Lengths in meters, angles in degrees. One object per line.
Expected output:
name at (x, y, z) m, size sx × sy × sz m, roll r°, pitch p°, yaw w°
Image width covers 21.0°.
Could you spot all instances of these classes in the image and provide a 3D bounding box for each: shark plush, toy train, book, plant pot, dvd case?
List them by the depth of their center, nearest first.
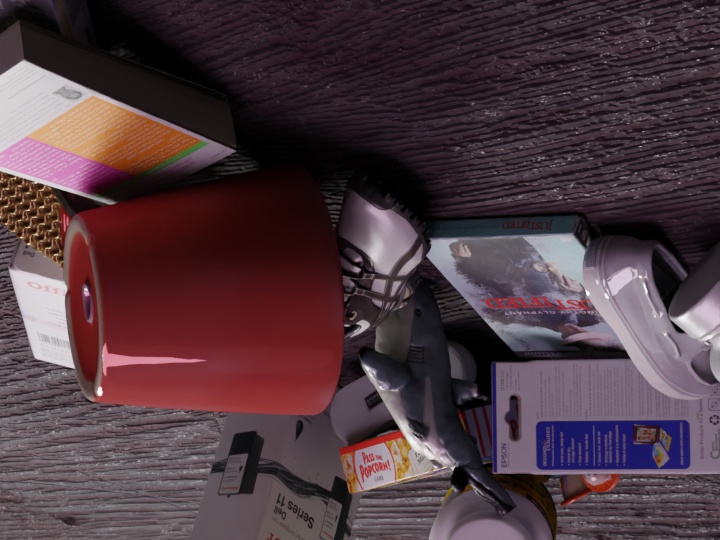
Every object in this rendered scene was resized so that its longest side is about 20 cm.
book at (-0.207, -0.104, 1.392) m, size 0.134 × 0.048 × 0.200 m, roll -28°, pitch 151°, yaw 33°
plant pot at (-0.125, 0.020, 1.468) m, size 0.177 × 0.201 × 0.200 m, roll -4°, pitch 161°, yaw -19°
dvd case at (0.150, 0.016, 1.567) m, size 0.146 × 0.022 × 0.200 m, roll -1°, pitch 151°, yaw 32°
shark plush at (0.070, 0.112, 1.614) m, size 0.083 × 0.200 × 0.091 m, roll -31°, pitch 161°, yaw -3°
toy train at (0.238, 0.167, 1.720) m, size 0.150 × 0.056 × 0.200 m, roll -8°, pitch 170°, yaw -27°

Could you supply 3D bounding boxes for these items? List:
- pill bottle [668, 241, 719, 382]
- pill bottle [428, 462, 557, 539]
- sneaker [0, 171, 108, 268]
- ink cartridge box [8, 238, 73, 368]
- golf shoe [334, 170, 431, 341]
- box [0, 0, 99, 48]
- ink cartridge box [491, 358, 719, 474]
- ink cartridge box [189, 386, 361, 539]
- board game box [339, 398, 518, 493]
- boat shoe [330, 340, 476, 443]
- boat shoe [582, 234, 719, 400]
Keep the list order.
pill bottle at (0.329, 0.063, 1.427) m, size 0.200 × 0.111 × 0.111 m, roll 38°, pitch 151°, yaw -6°
pill bottle at (0.118, 0.237, 1.714) m, size 0.109 × 0.109 × 0.200 m, roll 13°, pitch -174°, yaw 6°
sneaker at (-0.227, -0.052, 1.595) m, size 0.200 × 0.090 × 0.075 m, roll 44°, pitch 127°, yaw 0°
ink cartridge box at (-0.222, 0.022, 1.724) m, size 0.145 × 0.084 × 0.200 m, roll 14°, pitch 155°, yaw 4°
golf shoe at (0.000, 0.000, 1.521) m, size 0.078 × 0.094 × 0.200 m, roll 38°, pitch 159°, yaw 20°
box at (-0.273, -0.187, 1.368) m, size 0.158 × 0.048 × 0.200 m, roll 13°, pitch 155°, yaw 7°
ink cartridge box at (0.209, 0.121, 1.611) m, size 0.200 × 0.095 × 0.037 m, roll -1°, pitch 175°, yaw 4°
ink cartridge box at (-0.071, 0.206, 1.876) m, size 0.083 × 0.200 × 0.147 m, roll -3°, pitch 149°, yaw 35°
board game box at (0.097, 0.154, 1.764) m, size 0.151 × 0.046 × 0.200 m, roll -9°, pitch 171°, yaw -36°
boat shoe at (0.050, 0.106, 1.770) m, size 0.064 × 0.071 × 0.200 m, roll -9°, pitch 169°, yaw -38°
boat shoe at (0.246, 0.036, 1.507) m, size 0.068 × 0.072 × 0.200 m, roll -3°, pitch 140°, yaw 38°
